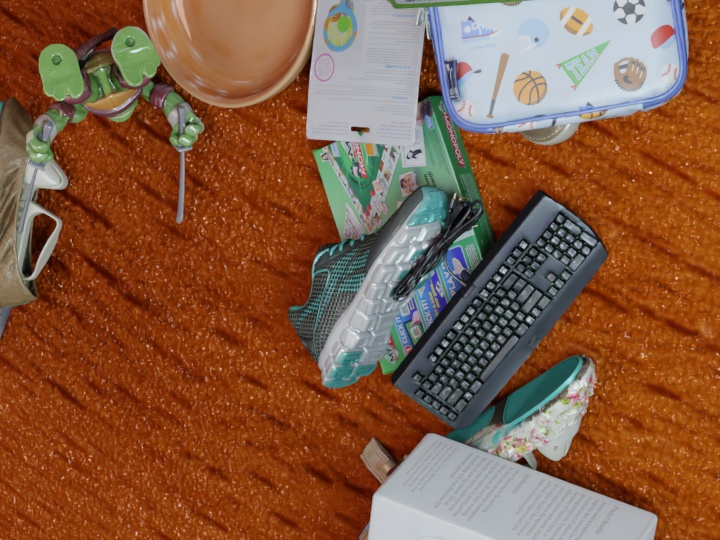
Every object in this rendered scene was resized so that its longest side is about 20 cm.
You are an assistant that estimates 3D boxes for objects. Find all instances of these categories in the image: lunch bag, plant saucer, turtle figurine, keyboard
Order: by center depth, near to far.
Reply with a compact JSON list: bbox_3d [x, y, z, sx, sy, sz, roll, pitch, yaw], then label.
[{"bbox_3d":[0.143,-0.189,1.541,0.199,0.076,0.161,-7,93,10],"label":"lunch bag"},{"bbox_3d":[0.092,0.020,1.629,0.127,0.021,0.200,37,105,-4],"label":"keyboard"},{"bbox_3d":[-0.106,-0.243,1.787,0.199,0.037,0.201,5,99,37],"label":"plant saucer"},{"bbox_3d":[-0.216,-0.125,1.800,0.143,0.194,0.201,19,77,4],"label":"turtle figurine"}]

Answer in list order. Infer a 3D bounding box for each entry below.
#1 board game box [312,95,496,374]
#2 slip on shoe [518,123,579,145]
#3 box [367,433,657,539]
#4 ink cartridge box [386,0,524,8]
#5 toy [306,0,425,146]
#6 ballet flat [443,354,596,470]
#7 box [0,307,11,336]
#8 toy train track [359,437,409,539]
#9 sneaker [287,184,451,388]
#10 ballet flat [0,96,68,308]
[{"bbox_3d":[0.045,-0.028,1.708,0.134,0.029,0.201,-22,84,38],"label":"board game box"},{"bbox_3d":[0.111,-0.192,1.615,0.076,0.060,0.201,-21,84,37],"label":"slip on shoe"},{"bbox_3d":[0.112,0.242,1.605,0.199,0.106,0.153,19,122,20],"label":"box"},{"bbox_3d":[0.085,-0.299,1.488,0.147,0.076,0.201,-2,82,11],"label":"ink cartridge box"},{"bbox_3d":[0.018,-0.205,1.693,0.115,0.047,0.201,7,96,40],"label":"toy"},{"bbox_3d":[0.130,0.133,1.655,0.064,0.076,0.200,44,130,-13],"label":"ballet flat"},{"bbox_3d":[-0.437,0.056,2.072,0.158,0.048,0.201,38,117,27],"label":"box"},{"bbox_3d":[0.014,0.224,1.766,0.115,0.032,0.200,46,121,23],"label":"toy train track"},{"bbox_3d":[0.000,0.000,1.685,0.091,0.077,0.200,47,120,26],"label":"sneaker"},{"bbox_3d":[-0.317,-0.062,1.954,0.072,0.068,0.201,8,90,11],"label":"ballet flat"}]
